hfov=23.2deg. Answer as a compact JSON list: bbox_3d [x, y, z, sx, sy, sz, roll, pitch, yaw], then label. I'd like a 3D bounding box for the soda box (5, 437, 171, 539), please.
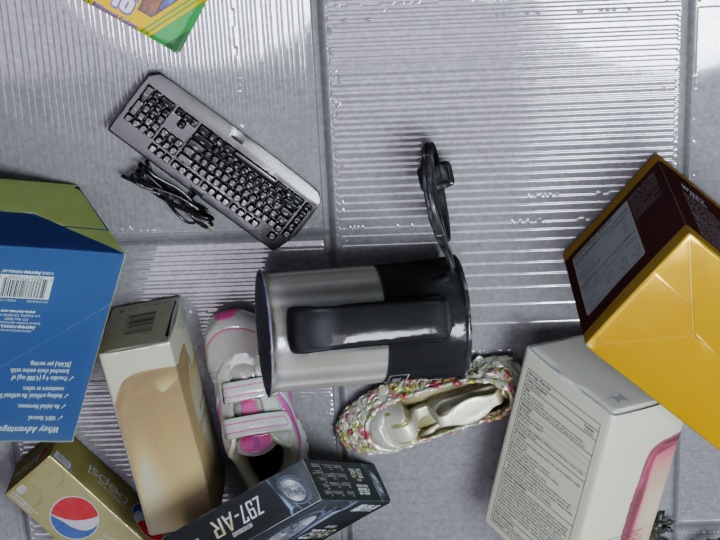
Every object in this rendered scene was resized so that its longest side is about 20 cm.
[{"bbox_3d":[-0.256,0.253,1.755,0.068,0.064,0.200,-39,107,17],"label":"soda box"}]

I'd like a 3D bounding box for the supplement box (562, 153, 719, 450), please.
[{"bbox_3d":[0.305,0.033,1.570,0.197,0.200,0.133,37,109,-14],"label":"supplement box"}]

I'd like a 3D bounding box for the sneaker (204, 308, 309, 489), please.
[{"bbox_3d":[-0.098,0.133,1.684,0.081,0.088,0.201,-16,113,8],"label":"sneaker"}]

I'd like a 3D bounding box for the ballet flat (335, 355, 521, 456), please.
[{"bbox_3d":[0.065,0.134,1.695,0.199,0.064,0.076,-23,111,11],"label":"ballet flat"}]

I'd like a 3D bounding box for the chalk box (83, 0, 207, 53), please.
[{"bbox_3d":[-0.153,-0.310,1.468,0.123,0.125,0.201,29,113,-11],"label":"chalk box"}]

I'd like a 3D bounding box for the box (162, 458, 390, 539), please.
[{"bbox_3d":[-0.076,0.238,1.679,0.159,0.200,0.044,-30,73,13],"label":"box"}]

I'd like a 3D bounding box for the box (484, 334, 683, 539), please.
[{"bbox_3d":[0.212,0.178,1.655,0.108,0.128,0.201,-9,124,-36],"label":"box"}]

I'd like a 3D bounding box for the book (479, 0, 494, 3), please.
[{"bbox_3d":[0.082,-0.332,1.470,0.132,0.048,0.201,14,128,-7],"label":"book"}]

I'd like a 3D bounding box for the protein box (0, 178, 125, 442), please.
[{"bbox_3d":[-0.345,0.035,1.579,0.197,0.135,0.201,3,118,-32],"label":"protein box"}]

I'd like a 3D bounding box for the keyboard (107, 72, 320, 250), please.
[{"bbox_3d":[-0.141,-0.084,1.615,0.199,0.040,0.104,36,109,-13],"label":"keyboard"}]

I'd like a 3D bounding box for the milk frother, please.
[{"bbox_3d":[0.000,0.000,1.595,0.186,0.181,0.202,-5,71,-10],"label":"milk frother"}]

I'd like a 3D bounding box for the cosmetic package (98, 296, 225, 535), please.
[{"bbox_3d":[-0.187,0.139,1.681,0.070,0.105,0.202,-10,115,5],"label":"cosmetic package"}]

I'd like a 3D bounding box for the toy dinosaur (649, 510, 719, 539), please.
[{"bbox_3d":[0.322,0.297,1.775,0.198,0.048,0.089,14,120,-1],"label":"toy dinosaur"}]
